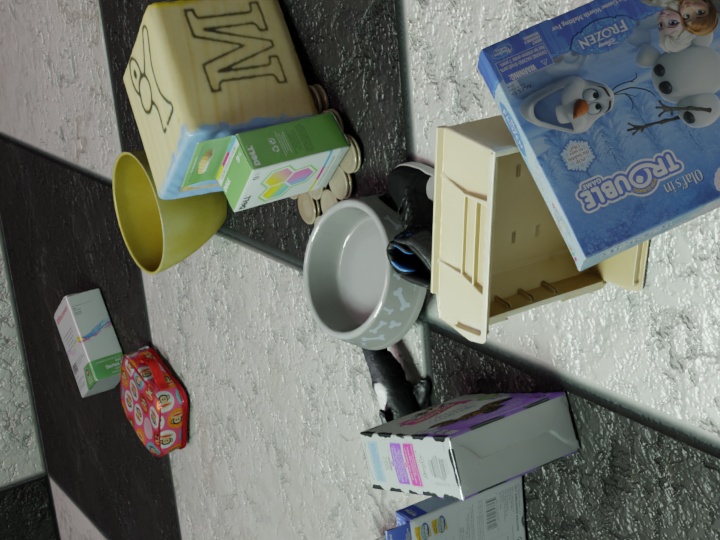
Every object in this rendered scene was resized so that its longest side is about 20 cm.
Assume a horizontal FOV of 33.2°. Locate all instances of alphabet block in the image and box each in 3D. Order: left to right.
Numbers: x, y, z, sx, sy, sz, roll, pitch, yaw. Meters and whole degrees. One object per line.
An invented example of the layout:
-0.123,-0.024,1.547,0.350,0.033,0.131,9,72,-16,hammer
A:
-0.197,-0.239,1.662,0.195,0.194,0.202,-46,59,57,alphabet block

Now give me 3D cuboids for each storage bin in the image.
0.172,-0.049,1.135,0.093,0.198,0.201,34,132,49,storage bin

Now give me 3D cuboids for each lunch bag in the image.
-0.413,0.250,2.399,0.200,0.081,0.178,43,138,43,lunch bag

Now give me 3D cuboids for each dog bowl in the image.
0.000,0.000,1.539,0.199,0.058,0.203,-6,83,50,dog bowl

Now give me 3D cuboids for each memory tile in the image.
-0.055,-0.142,1.665,0.154,0.017,0.201,56,146,30,memory tile

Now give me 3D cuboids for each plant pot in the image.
-0.302,-0.108,1.977,0.199,0.140,0.203,32,130,49,plant pot

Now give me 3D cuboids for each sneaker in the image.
0.063,-0.054,1.409,0.200,0.111,0.074,49,141,37,sneaker

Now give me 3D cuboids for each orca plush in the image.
0.062,0.154,1.590,0.105,0.070,0.202,34,-145,-63,orca plush

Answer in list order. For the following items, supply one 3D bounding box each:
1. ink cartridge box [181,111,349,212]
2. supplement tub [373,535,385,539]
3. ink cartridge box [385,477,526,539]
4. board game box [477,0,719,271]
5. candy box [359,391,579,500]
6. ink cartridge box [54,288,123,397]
-0.123,-0.135,1.565,0.060,0.198,0.104,63,149,18,ink cartridge box
0.050,0.473,1.675,0.122,0.121,0.202,-41,69,58,supplement tub
0.109,0.321,1.422,0.042,0.198,0.121,18,119,54,ink cartridge box
0.228,-0.132,1.006,0.043,0.198,0.201,85,161,-76,board game box
0.119,0.196,1.376,0.199,0.166,0.073,-11,94,60,candy box
-0.597,0.160,2.667,0.145,0.083,0.202,-40,70,58,ink cartridge box
